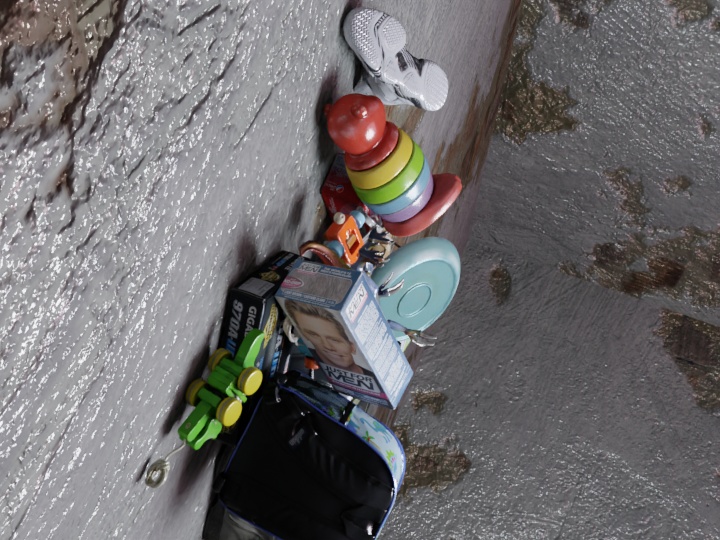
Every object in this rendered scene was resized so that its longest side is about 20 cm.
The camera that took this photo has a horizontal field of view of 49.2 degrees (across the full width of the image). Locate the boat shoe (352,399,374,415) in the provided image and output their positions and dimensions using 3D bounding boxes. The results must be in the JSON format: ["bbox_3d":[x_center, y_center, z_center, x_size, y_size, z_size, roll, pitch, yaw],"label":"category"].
[{"bbox_3d":[-0.002,0.269,1.206,0.202,0.065,0.073,-61,158,-56],"label":"boat shoe"}]

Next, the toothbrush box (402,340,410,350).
[{"bbox_3d":[0.037,0.079,1.497,0.200,0.143,0.088,-42,150,-67],"label":"toothbrush box"}]

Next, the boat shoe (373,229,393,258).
[{"bbox_3d":[0.025,-0.059,1.431,0.202,0.070,0.065,-74,170,-50],"label":"boat shoe"}]

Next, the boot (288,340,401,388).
[{"bbox_3d":[-0.039,0.180,1.140,0.076,0.196,0.172,-153,-117,-70],"label":"boot"}]

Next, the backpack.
[{"bbox_3d":[-0.048,0.238,0.962,0.185,0.198,0.147,-61,173,13],"label":"backpack"}]

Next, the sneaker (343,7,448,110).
[{"bbox_3d":[0.023,-0.277,1.055,0.199,0.114,0.076,28,80,-44],"label":"sneaker"}]

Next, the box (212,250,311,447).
[{"bbox_3d":[-0.126,0.093,0.983,0.159,0.045,0.204,-46,151,-66],"label":"box"}]

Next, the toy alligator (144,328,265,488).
[{"bbox_3d":[-0.161,0.155,0.860,0.202,0.059,0.055,-56,149,-20],"label":"toy alligator"}]

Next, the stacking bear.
[{"bbox_3d":[0.028,-0.150,1.039,0.115,0.120,0.200,-54,130,-17],"label":"stacking bear"}]

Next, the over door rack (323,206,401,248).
[{"bbox_3d":[0.000,0.000,1.167,0.148,0.067,0.199,-46,142,7],"label":"over door rack"}]

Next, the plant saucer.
[{"bbox_3d":[0.078,0.039,1.197,0.197,0.027,0.203,-24,140,-22],"label":"plant saucer"}]

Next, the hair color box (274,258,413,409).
[{"bbox_3d":[-0.016,0.080,0.952,0.061,0.099,0.201,-57,140,-29],"label":"hair color box"}]

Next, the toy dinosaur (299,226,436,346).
[{"bbox_3d":[0.002,0.039,1.023,0.106,0.196,0.184,-95,-163,-56],"label":"toy dinosaur"}]

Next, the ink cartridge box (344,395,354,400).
[{"bbox_3d":[-0.016,0.217,1.340,0.200,0.043,0.176,-53,160,-53],"label":"ink cartridge box"}]

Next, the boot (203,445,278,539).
[{"bbox_3d":[-0.134,0.313,1.079,0.068,0.128,0.204,-45,151,-66],"label":"boot"}]

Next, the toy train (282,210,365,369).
[{"bbox_3d":[-0.048,0.025,1.030,0.202,0.055,0.151,-59,141,-28],"label":"toy train"}]

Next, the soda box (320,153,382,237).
[{"bbox_3d":[-0.008,-0.100,1.202,0.200,0.062,0.071,72,39,-70],"label":"soda box"}]
